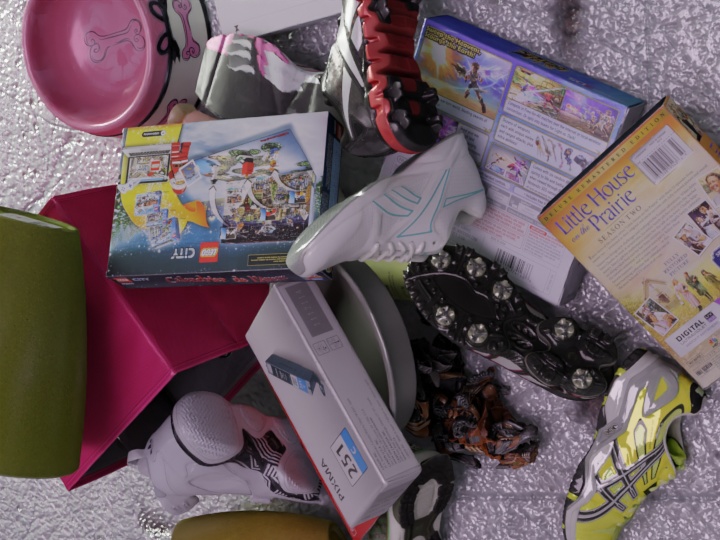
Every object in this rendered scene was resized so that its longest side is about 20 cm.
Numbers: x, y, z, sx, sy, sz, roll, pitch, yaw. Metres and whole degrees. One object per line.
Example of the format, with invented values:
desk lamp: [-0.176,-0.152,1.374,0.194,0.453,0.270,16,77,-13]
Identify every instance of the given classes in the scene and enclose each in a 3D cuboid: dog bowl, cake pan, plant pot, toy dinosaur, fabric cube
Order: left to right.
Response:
plant pot: [-0.307,0.052,1.357,0.186,0.187,0.202,17,95,28]
dog bowl: [-0.243,-0.220,1.530,0.198,0.074,0.203,8,105,31]
fabric cube: [-0.221,0.052,1.509,0.200,0.199,0.196,52,123,13]
plant pot: [-0.075,0.309,1.503,0.141,0.200,0.202,-21,91,10]
cake pan: [-0.015,0.068,1.400,0.200,0.036,0.202,38,138,44]
toy dinosaur: [0.065,0.110,1.411,0.198,0.102,0.137,9,125,9]

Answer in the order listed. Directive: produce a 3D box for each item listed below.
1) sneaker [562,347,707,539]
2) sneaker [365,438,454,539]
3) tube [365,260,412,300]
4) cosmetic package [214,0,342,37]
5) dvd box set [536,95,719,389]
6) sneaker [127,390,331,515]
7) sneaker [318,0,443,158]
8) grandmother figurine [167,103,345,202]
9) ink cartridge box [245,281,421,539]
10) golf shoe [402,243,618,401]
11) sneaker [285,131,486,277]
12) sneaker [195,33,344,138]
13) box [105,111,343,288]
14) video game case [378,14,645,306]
sneaker: [0.227,0.168,1.330,0.076,0.075,0.202,25,117,22]
sneaker: [0.029,0.223,1.472,0.089,0.076,0.201,47,136,38]
tube: [0.000,0.000,1.445,0.198,0.052,0.059,4,100,32]
cosmetic package: [-0.049,-0.295,1.403,0.198,0.052,0.153,-9,96,33]
dvd box set: [0.258,-0.019,1.257,0.200,0.029,0.146,44,122,-3]
sneaker: [-0.121,0.185,1.501,0.115,0.199,0.076,-35,42,33]
sneaker: [0.005,-0.183,1.308,0.097,0.070,0.203,-20,72,41]
grandmother figurine: [-0.096,-0.091,1.481,0.199,0.060,0.122,29,104,21]
ink cartridge box: [-0.038,0.131,1.395,0.201,0.044,0.177,60,148,19]
golf shoe: [0.121,0.053,1.343,0.199,0.088,0.077,33,76,11]
sneaker: [0.029,-0.038,1.284,0.081,0.199,0.070,61,151,-4]
sneaker: [-0.055,-0.148,1.419,0.199,0.086,0.081,23,89,23]
box: [-0.116,-0.058,1.353,0.198,0.038,0.138,-2,73,22]
video game case: [0.120,-0.096,1.348,0.199,0.045,0.183,28,116,24]
